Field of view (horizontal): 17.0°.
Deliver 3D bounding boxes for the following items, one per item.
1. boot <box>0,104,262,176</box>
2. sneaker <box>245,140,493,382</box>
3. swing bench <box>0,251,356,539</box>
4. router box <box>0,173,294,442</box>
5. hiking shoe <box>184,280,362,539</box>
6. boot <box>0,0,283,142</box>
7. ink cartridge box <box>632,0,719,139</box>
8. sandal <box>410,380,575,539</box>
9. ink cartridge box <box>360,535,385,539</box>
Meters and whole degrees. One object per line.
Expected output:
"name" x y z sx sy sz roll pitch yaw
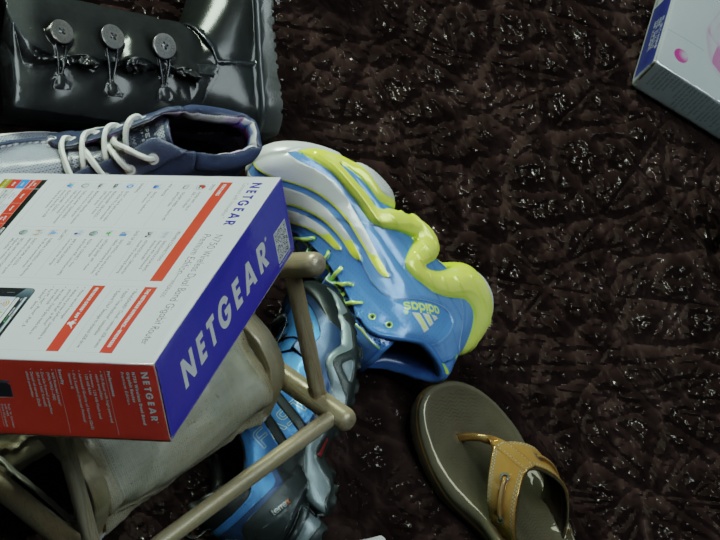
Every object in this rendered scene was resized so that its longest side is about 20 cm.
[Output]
"boot" -0.165 -0.072 1.527 0.200 0.090 0.073 -4 65 -34
"sneaker" 0.000 0.000 1.593 0.200 0.076 0.105 34 45 -11
"swing bench" -0.146 0.060 1.410 0.199 0.200 0.130 -34 127 -36
"router box" -0.153 0.015 1.309 0.179 0.049 0.200 2 31 20
"hiking shoe" -0.054 0.085 1.512 0.087 0.074 0.200 22 53 -21
"boot" -0.158 -0.166 1.611 0.200 0.066 0.165 2 60 -26
"ink cartridge box" 0.325 -0.175 1.930 0.200 0.043 0.197 29 51 -13
"sandal" 0.107 0.156 1.584 0.080 0.054 0.200 -19 74 -38
"ink cartridge box" 0.021 0.239 1.466 0.200 0.076 0.148 -8 68 -34
